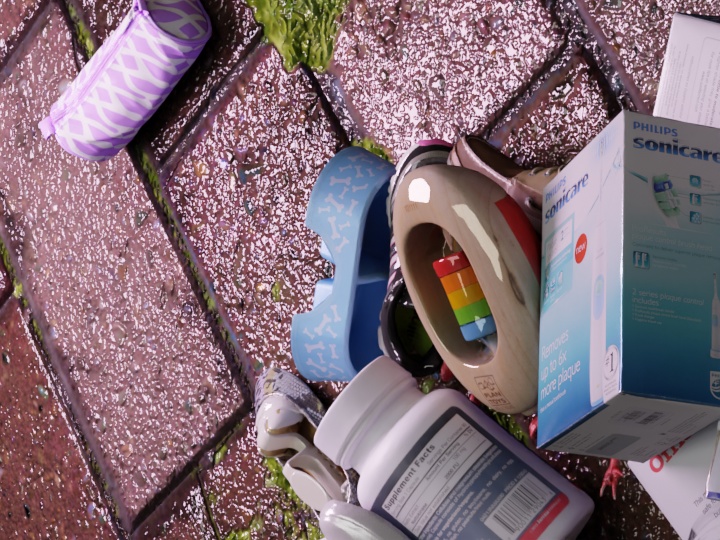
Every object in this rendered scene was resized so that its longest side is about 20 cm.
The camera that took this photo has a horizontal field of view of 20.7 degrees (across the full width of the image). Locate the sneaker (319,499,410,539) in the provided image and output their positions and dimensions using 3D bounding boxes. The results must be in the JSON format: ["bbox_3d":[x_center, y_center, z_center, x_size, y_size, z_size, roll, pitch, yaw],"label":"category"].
[{"bbox_3d":[0.026,0.265,1.494,0.200,0.088,0.075,50,159,-6],"label":"sneaker"}]

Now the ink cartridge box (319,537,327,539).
[{"bbox_3d":[0.035,0.305,1.575,0.086,0.147,0.200,-32,68,52],"label":"ink cartridge box"}]

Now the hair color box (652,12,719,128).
[{"bbox_3d":[0.297,-0.108,1.345,0.200,0.060,0.100,23,109,44],"label":"hair color box"}]

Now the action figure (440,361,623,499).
[{"bbox_3d":[0.142,0.111,1.500,0.200,0.065,0.099,-1,58,46],"label":"action figure"}]

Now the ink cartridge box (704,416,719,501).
[{"bbox_3d":[0.334,0.069,1.253,0.199,0.041,0.200,9,78,29],"label":"ink cartridge box"}]

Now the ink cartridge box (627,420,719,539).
[{"bbox_3d":[0.297,0.155,1.342,0.146,0.084,0.200,-54,55,33],"label":"ink cartridge box"}]

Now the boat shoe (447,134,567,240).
[{"bbox_3d":[0.152,-0.043,1.499,0.200,0.076,0.074,44,117,26],"label":"boat shoe"}]

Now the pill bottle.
[{"bbox_3d":[0.068,0.161,1.515,0.200,0.120,0.120,39,121,14],"label":"pill bottle"}]

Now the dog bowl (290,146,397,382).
[{"bbox_3d":[0.000,0.000,1.631,0.049,0.111,0.200,14,102,32],"label":"dog bowl"}]

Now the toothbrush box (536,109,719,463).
[{"bbox_3d":[0.185,0.014,1.340,0.146,0.085,0.200,133,145,-65],"label":"toothbrush box"}]

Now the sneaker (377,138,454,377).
[{"bbox_3d":[0.055,-0.002,1.572,0.087,0.074,0.200,-111,28,-71],"label":"sneaker"}]

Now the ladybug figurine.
[{"bbox_3d":[0.095,0.011,1.459,0.136,0.072,0.200,-13,100,58],"label":"ladybug figurine"}]

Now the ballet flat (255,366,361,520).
[{"bbox_3d":[-0.049,0.156,1.715,0.200,0.072,0.072,48,124,33],"label":"ballet flat"}]

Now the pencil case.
[{"bbox_3d":[-0.219,-0.187,1.862,0.200,0.085,0.084,-49,60,37],"label":"pencil case"}]
